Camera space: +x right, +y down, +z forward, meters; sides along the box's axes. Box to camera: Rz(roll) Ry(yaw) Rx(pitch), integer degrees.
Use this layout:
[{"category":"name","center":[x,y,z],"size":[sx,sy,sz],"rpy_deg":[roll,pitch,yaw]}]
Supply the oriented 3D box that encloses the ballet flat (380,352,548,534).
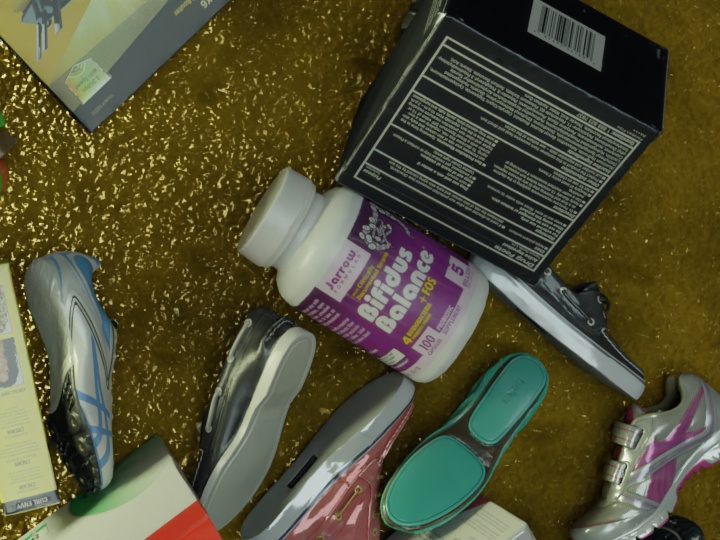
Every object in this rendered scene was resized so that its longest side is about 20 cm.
[{"category":"ballet flat","center":[0.092,0.157,1.413],"size":[0.067,0.070,0.200],"rpy_deg":[40,73,10]}]

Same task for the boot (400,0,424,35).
[{"category":"boot","center":[0.143,-0.267,1.410],"size":[0.164,0.066,0.202],"rpy_deg":[24,84,-14]}]

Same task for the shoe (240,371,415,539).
[{"category":"shoe","center":[-0.007,0.187,1.404],"size":[0.200,0.071,0.091],"rpy_deg":[-47,110,-6]}]

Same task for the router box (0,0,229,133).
[{"category":"router box","center":[-0.206,-0.238,1.341],"size":[0.200,0.052,0.157],"rpy_deg":[-45,101,-6]}]

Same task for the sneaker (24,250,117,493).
[{"category":"sneaker","center":[-0.227,0.083,1.346],"size":[0.072,0.072,0.202],"rpy_deg":[-10,91,-37]}]

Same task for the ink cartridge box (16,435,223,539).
[{"category":"ink cartridge box","center":[-0.200,0.220,1.296],"size":[0.160,0.200,0.050],"rpy_deg":[-36,105,-8]}]

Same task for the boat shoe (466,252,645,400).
[{"category":"boat shoe","center":[0.185,0.032,1.434],"size":[0.200,0.070,0.066],"rpy_deg":[40,86,-3]}]

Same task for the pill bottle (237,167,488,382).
[{"category":"pill bottle","center":[0.000,0.000,1.368],"size":[0.199,0.112,0.113],"rpy_deg":[31,87,-12]}]

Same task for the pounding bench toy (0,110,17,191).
[{"category":"pounding bench toy","center":[-0.336,-0.119,1.274],"size":[0.156,0.124,0.200],"rpy_deg":[42,93,-11]}]

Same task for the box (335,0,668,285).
[{"category":"box","center":[0.114,-0.127,1.329],"size":[0.199,0.124,0.199],"rpy_deg":[27,132,-10]}]

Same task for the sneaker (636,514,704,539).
[{"category":"sneaker","center":[0.235,0.303,1.464],"size":[0.200,0.078,0.087],"rpy_deg":[-39,113,0]}]

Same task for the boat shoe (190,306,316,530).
[{"category":"boat shoe","center":[-0.105,0.127,1.380],"size":[0.060,0.074,0.202],"rpy_deg":[31,106,28]}]

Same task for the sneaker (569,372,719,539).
[{"category":"sneaker","center":[0.252,0.168,1.452],"size":[0.200,0.081,0.088],"rpy_deg":[-44,96,-12]}]

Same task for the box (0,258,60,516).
[{"category":"box","center":[-0.292,0.094,1.335],"size":[0.050,0.075,0.202],"rpy_deg":[-13,95,-12]}]

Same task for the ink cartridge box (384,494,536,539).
[{"category":"ink cartridge box","center":[0.053,0.285,1.369],"size":[0.199,0.145,0.085],"rpy_deg":[-35,107,-12]}]
